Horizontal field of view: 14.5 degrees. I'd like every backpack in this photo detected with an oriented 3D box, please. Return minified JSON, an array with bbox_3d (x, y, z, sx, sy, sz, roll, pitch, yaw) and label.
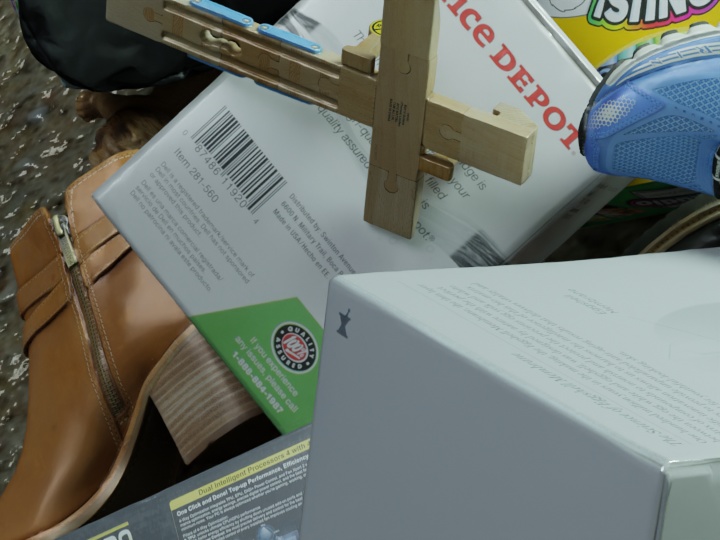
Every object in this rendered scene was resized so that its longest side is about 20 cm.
[{"bbox_3d":[-0.125,-0.172,1.465,0.166,0.127,0.200,-13,30,-14],"label":"backpack"}]

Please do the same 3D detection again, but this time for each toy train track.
[{"bbox_3d":[-0.014,-0.085,1.159,0.199,0.115,0.033,22,39,21],"label":"toy train track"}]

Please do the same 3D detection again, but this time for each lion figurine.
[{"bbox_3d":[-0.076,-0.095,1.491,0.200,0.072,0.122,-50,28,-8],"label":"lion figurine"}]

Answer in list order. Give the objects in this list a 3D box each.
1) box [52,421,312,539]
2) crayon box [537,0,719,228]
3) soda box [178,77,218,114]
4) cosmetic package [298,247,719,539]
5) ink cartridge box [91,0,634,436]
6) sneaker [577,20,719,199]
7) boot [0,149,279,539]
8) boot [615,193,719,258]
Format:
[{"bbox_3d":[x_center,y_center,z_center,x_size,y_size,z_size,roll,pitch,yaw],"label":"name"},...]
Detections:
[{"bbox_3d":[-0.034,0.157,1.151,0.199,0.049,0.162,-26,70,18],"label":"box"},{"bbox_3d":[0.151,-0.119,1.258,0.199,0.058,0.174,-11,71,45],"label":"crayon box"},{"bbox_3d":[-0.003,-0.099,1.392,0.063,0.069,0.200,-3,29,38],"label":"soda box"},{"bbox_3d":[0.114,0.081,1.022,0.199,0.199,0.124,29,116,52],"label":"cosmetic package"},{"bbox_3d":[0.010,-0.042,1.215,0.200,0.084,0.146,-41,80,10],"label":"ink cartridge box"},{"bbox_3d":[0.182,-0.040,1.095,0.199,0.079,0.090,6,60,10],"label":"sneaker"},{"bbox_3d":[-0.139,0.052,1.320,0.200,0.077,0.156,-39,65,22],"label":"boot"},{"bbox_3d":[0.191,0.028,1.142,0.199,0.077,0.139,-24,43,21],"label":"boot"}]
